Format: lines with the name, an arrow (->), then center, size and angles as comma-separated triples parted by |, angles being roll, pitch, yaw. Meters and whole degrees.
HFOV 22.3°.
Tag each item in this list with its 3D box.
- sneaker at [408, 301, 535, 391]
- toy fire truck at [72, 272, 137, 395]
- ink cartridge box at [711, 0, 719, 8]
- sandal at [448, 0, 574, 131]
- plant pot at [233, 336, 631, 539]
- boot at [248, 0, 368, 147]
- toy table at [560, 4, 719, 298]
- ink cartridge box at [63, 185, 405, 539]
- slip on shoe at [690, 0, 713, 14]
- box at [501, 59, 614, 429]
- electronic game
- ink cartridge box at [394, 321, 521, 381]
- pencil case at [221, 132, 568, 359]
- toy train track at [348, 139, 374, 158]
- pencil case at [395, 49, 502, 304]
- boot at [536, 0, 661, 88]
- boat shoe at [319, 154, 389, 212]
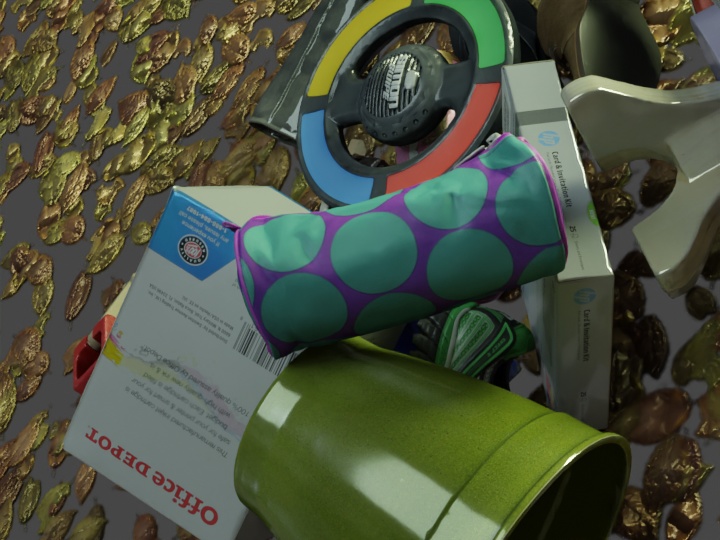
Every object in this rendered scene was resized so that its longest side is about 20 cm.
sneaker -> 0.068, 0.122, 1.237 | 0.085, 0.078, 0.202 | 11, 94, 17
toy fire truck -> -0.146, 0.043, 1.461 | 0.049, 0.141, 0.201 | -45, 24, 34
ink cartridge box -> 0.297, -0.233, 1.205 | 0.083, 0.145, 0.201 | -25, 46, 36
sandal -> 0.116, -0.167, 1.438 | 0.076, 0.043, 0.201 | -43, 39, 16
plant pot -> 0.031, 0.140, 1.124 | 0.192, 0.200, 0.201 | 31, 88, 25
boot -> -0.007, -0.197, 1.573 | 0.201, 0.072, 0.182 | -57, 23, -11
toy table -> 0.215, -0.074, 1.173 | 0.117, 0.184, 0.200 | -27, 26, 9
ink cartridge box -> -0.079, 0.064, 1.254 | 0.147, 0.144, 0.201 | 31, 104, 19
slip on shoe -> 0.250, -0.257, 1.296 | 0.074, 0.061, 0.202 | -5, 89, 41
box -> 0.130, -0.017, 1.230 | 0.041, 0.157, 0.201 | -7, 48, -1
electronic game -> 0.032, -0.131, 1.349 | 0.199, 0.042, 0.201 | -20, 55, 32
ink cartridge box -> 0.003, 0.093, 1.375 | 0.200, 0.041, 0.200 | -51, 37, 6
pencil case -> 0.022, -0.015, 1.103 | 0.199, 0.085, 0.093 | -18, 80, 4
toy train track -> -0.018, -0.030, 1.430 | 0.032, 0.115, 0.201 | 7, 45, 15
pencil case -> 0.062, -0.071, 1.380 | 0.086, 0.083, 0.201 | -28, 53, 29
boot -> 0.173, -0.167, 1.368 | 0.075, 0.073, 0.201 | -45, 29, 37
boat shoe -> 0.000, 0.000, 1.367 | 0.059, 0.072, 0.201 | -7, 55, 33
